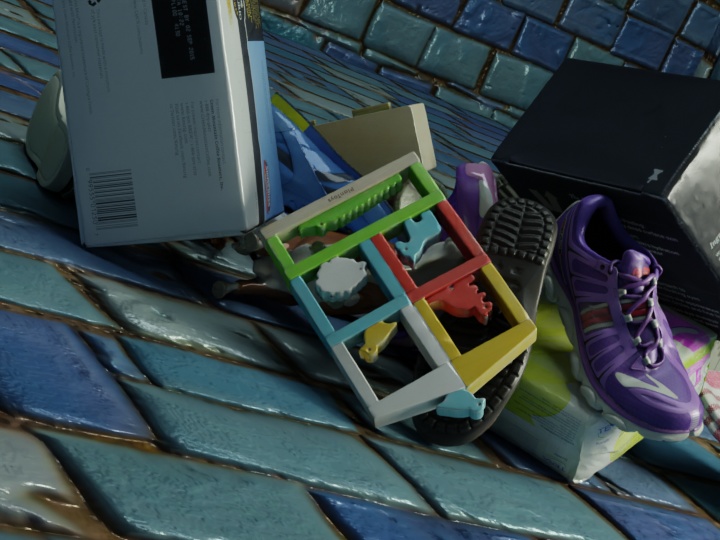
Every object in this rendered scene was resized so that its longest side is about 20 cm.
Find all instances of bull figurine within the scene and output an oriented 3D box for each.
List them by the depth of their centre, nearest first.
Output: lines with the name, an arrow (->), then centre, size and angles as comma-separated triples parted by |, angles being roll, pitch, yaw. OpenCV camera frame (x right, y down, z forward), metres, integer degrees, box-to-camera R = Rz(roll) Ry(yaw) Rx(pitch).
bull figurine -> -0.014, 0.001, 1.260 | 0.199, 0.065, 0.121 | -2, -3, 37

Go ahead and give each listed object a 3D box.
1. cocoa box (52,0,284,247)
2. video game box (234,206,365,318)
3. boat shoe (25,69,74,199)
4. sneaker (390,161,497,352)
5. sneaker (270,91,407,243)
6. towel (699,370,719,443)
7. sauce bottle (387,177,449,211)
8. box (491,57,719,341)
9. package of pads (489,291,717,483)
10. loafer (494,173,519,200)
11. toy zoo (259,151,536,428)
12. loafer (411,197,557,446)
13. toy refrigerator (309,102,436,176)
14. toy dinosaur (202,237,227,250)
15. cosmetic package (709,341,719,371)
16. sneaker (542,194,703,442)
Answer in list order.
cocoa box -> -0.143, -0.127, 1.269 | 0.133, 0.201, 0.131 | -5, 7, 10
video game box -> 0.000, 0.000, 1.477 | 0.199, 0.047, 0.182 | 17, 15, -34
boat shoe -> -0.242, -0.112, 1.412 | 0.060, 0.072, 0.202 | 22, 18, -24
sneaker -> 0.060, -0.002, 1.323 | 0.088, 0.201, 0.081 | 9, 42, -1
sneaker -> -0.036, -0.068, 1.481 | 0.200, 0.078, 0.066 | 44, -7, 14
towel -> 0.348, 0.158, 1.371 | 0.146, 0.030, 0.200 | 7, 42, -57
sauce bottle -> 0.021, -0.060, 1.647 | 0.064, 0.065, 0.200 | 20, -9, -21
box -> 0.244, -0.053, 1.320 | 0.196, 0.118, 0.200 | 19, -23, 52
package of pads -> 0.169, 0.074, 1.290 | 0.154, 0.068, 0.200 | 31, 36, 30
loafer -> 0.127, -0.051, 1.584 | 0.075, 0.200, 0.070 | 46, 34, -11
toy zoo -> 0.032, 0.022, 1.158 | 0.200, 0.131, 0.020 | 56, -13, 26
loafer -> 0.095, 0.045, 1.195 | 0.073, 0.201, 0.071 | 20, -27, 14
toy refrigerator -> -0.036, -0.109, 1.563 | 0.199, 0.070, 0.076 | -10, 5, 13
toy dinosaur -> -0.131, -0.081, 1.430 | 0.102, 0.136, 0.200 | -31, 36, -19
cosmetic package -> 0.280, 0.054, 1.679 | 0.199, 0.104, 0.073 | 23, 11, -17
sneaker -> 0.189, 0.032, 1.198 | 0.080, 0.084, 0.201 | -8, 58, -29
